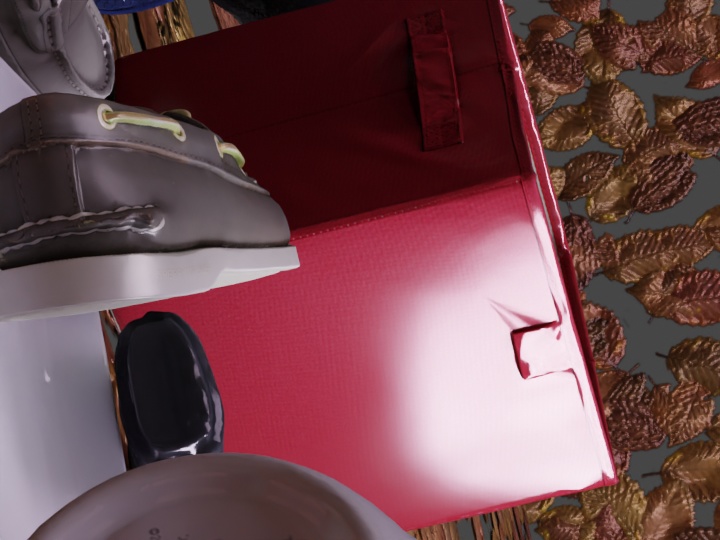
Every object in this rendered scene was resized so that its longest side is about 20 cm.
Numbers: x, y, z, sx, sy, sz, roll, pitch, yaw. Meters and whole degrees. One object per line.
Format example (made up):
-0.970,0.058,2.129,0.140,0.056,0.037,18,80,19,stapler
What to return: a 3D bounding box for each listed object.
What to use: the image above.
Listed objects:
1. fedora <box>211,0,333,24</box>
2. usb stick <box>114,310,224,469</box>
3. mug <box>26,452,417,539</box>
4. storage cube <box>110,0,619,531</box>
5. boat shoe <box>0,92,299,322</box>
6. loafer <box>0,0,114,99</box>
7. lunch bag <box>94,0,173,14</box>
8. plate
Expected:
-0.041,-0.167,1.204,0.201,0.092,0.201,39,3,-2,fedora
-0.065,0.061,0.793,0.200,0.033,0.055,102,-23,-74,usb stick
-0.027,0.153,0.541,0.200,0.148,0.175,-87,170,-50,mug
0.000,0.000,1.002,0.171,0.180,0.200,-95,170,-52,storage cube
-0.065,-0.021,0.701,0.202,0.072,0.060,-15,96,-80,boat shoe
-0.112,-0.105,0.755,0.200,0.070,0.070,57,20,-70,loafer
-0.088,-0.222,0.911,0.132,0.136,0.200,-96,168,-52,lunch bag
-0.112,0.021,0.662,0.200,0.032,0.200,57,20,-74,plate
